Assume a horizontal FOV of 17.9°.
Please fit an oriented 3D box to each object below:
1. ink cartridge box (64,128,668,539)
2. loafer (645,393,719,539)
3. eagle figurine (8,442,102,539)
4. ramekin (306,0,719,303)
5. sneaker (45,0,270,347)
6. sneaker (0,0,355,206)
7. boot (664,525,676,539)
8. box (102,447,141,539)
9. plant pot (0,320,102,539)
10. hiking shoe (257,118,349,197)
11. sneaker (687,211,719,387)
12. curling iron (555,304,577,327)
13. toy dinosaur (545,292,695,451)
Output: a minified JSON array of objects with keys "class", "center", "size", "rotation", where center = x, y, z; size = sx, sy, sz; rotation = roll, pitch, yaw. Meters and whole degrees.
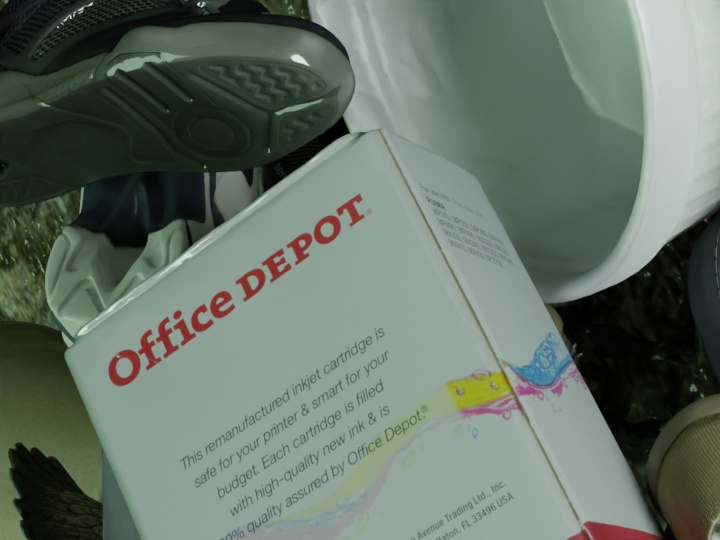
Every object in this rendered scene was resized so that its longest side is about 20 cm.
[{"class":"ink cartridge box","center":[0.009,0.076,0.767],"size":[0.146,0.083,0.200],"rotation":[-35,65,20]},{"class":"loafer","center":[0.181,0.114,0.744],"size":[0.200,0.067,0.076],"rotation":[27,112,0]},{"class":"eagle figurine","center":[-0.080,0.162,1.142],"size":[0.151,0.152,0.200],"rotation":[-6,108,15]},{"class":"ramekin","center":[0.076,-0.099,0.817],"size":[0.200,0.105,0.200],"rotation":[39,142,40]},{"class":"sneaker","center":[-0.073,-0.015,1.003],"size":[0.130,0.079,0.199],"rotation":[77,-164,-50]},{"class":"sneaker","center":[-0.080,-0.093,0.907],"size":[0.199,0.114,0.076],"rotation":[-8,141,40]},{"class":"boot","center":[0.103,0.155,0.892],"size":[0.073,0.162,0.199],"rotation":[39,141,38]},{"class":"box","center":[-0.025,0.111,0.946],"size":[0.132,0.115,0.200],"rotation":[38,150,20]},{"class":"plant pot","center":[-0.149,0.132,1.300],"size":[0.183,0.200,0.201],"rotation":[1,112,46]},{"class":"hiking shoe","center":[0.000,0.000,1.029],"size":[0.101,0.076,0.200],"rotation":[-21,86,42]},{"class":"sneaker","center":[0.182,0.058,0.785],"size":[0.083,0.072,0.200],"rotation":[-17,108,37]},{"class":"curling iron","center":[0.094,0.069,0.994],"size":[0.050,0.026,0.200],"rotation":[7,113,34]},{"class":"toy dinosaur","center":[0.090,0.047,0.918],"size":[0.200,0.088,0.048],"rotation":[76,-164,-59]}]
